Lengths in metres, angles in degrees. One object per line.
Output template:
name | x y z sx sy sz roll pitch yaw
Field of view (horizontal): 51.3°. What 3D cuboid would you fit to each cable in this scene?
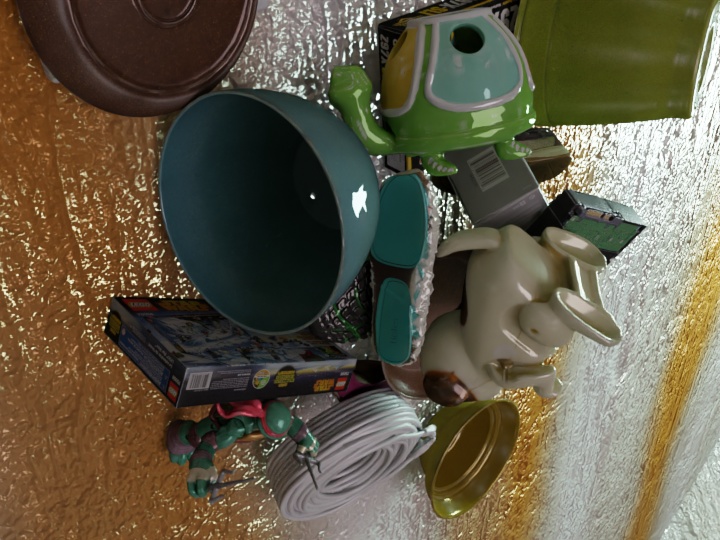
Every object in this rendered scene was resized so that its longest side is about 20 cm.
cable | -0.019 0.220 0.901 0.199 0.070 0.199 -40 151 11

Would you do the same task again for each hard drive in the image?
hard drive | 0.215 -0.003 0.860 0.138 0.038 0.201 5 136 -40

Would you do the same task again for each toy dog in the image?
toy dog | 0.137 0.062 0.765 0.191 0.141 0.201 18 131 -21

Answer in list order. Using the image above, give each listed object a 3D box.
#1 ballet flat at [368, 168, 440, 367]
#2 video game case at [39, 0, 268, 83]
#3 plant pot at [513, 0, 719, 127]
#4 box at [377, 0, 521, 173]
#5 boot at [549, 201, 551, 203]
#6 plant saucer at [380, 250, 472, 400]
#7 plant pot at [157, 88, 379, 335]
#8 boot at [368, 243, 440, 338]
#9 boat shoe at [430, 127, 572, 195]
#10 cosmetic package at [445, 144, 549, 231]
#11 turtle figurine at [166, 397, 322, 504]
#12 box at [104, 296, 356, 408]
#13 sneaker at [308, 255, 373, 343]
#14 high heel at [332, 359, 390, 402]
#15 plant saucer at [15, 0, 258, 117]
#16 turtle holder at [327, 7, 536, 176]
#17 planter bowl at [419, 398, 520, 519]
ballet flat | 0.043 -0.006 0.726 0.071 0.071 0.203 -15 120 -39
video game case | -0.164 -0.258 0.547 0.199 0.022 0.185 -31 132 -30
plant pot | 0.292 -0.249 0.848 0.200 0.190 0.204 -39 137 -50
box | 0.107 -0.215 0.834 0.198 0.049 0.162 -29 129 -31
boot | 0.276 0.009 1.113 0.211 0.079 0.158 -48 132 2
plant saucer | 0.095 0.058 0.899 0.198 0.037 0.204 -18 124 -29
plant pot | -0.059 -0.064 0.656 0.134 0.198 0.203 -31 134 -50
boot | 0.074 0.053 0.953 0.145 0.070 0.203 -27 129 -25
boat shoe | 0.167 -0.140 0.929 0.197 0.066 0.074 -6 148 -26
cosmetic package | 0.176 -0.070 0.875 0.089 0.108 0.200 -29 147 11
turtle figurine | -0.108 0.157 0.721 0.148 0.199 0.103 2 83 -35
box | -0.118 0.071 0.702 0.198 0.136 0.041 5 110 -46
sneaker | 0.000 0.000 0.794 0.201 0.084 0.079 -52 135 -40
high heel | -0.002 0.111 0.898 0.096 0.067 0.201 -40 152 -8
plant saucer | -0.148 -0.209 0.551 0.199 0.034 0.203 -26 130 -36
turtle holder | 0.071 -0.171 0.708 0.141 0.182 0.134 -58 142 -64
planter bowl | 0.147 0.264 1.132 0.199 0.083 0.204 -24 128 -35
